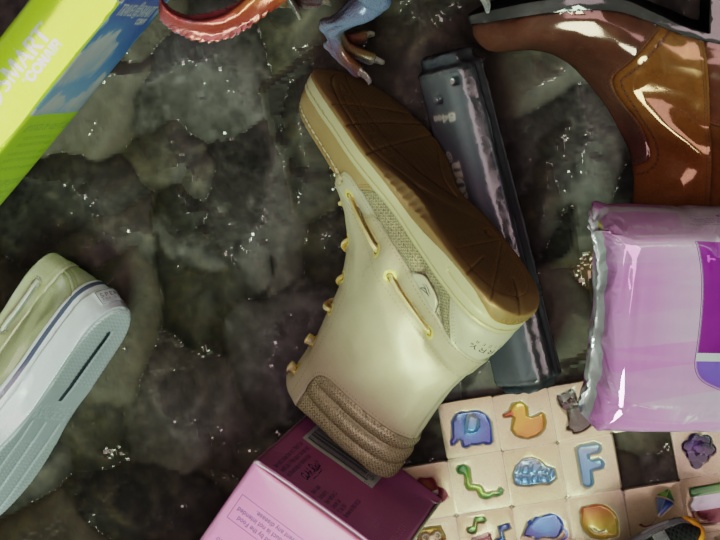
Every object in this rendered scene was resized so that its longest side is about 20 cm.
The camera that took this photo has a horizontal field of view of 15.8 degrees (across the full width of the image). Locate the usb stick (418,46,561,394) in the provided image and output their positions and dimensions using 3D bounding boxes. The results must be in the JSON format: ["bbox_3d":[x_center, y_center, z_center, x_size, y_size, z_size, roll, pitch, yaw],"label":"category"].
[{"bbox_3d":[0.074,-0.027,1.485,0.032,0.055,0.202,-16,95,-21],"label":"usb stick"}]

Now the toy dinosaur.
[{"bbox_3d":[0.017,-0.181,1.416,0.199,0.182,0.105,-21,69,-33],"label":"toy dinosaur"}]

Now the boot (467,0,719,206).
[{"bbox_3d":[0.154,-0.062,1.479,0.187,0.069,0.202,0,104,-1],"label":"boot"}]

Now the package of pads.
[{"bbox_3d":[0.220,0.025,1.430,0.198,0.076,0.122,1,106,-5],"label":"package of pads"}]

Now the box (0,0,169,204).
[{"bbox_3d":[-0.183,-0.107,1.467,0.048,0.122,0.200,41,99,2],"label":"box"}]

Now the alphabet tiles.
[{"bbox_3d":[0.124,0.149,1.524,0.198,0.008,0.169,-10,96,8],"label":"alphabet tiles"}]

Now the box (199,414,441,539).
[{"bbox_3d":[-0.058,0.196,1.462,0.096,0.176,0.201,35,101,4],"label":"box"}]

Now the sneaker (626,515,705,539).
[{"bbox_3d":[0.207,0.225,1.448,0.077,0.078,0.200,-39,99,3],"label":"sneaker"}]

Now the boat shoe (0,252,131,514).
[{"bbox_3d":[-0.212,0.081,1.531,0.062,0.072,0.200,41,97,25],"label":"boat shoe"}]

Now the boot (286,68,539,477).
[{"bbox_3d":[0.000,0.000,1.481,0.200,0.073,0.156,53,125,24],"label":"boot"}]
